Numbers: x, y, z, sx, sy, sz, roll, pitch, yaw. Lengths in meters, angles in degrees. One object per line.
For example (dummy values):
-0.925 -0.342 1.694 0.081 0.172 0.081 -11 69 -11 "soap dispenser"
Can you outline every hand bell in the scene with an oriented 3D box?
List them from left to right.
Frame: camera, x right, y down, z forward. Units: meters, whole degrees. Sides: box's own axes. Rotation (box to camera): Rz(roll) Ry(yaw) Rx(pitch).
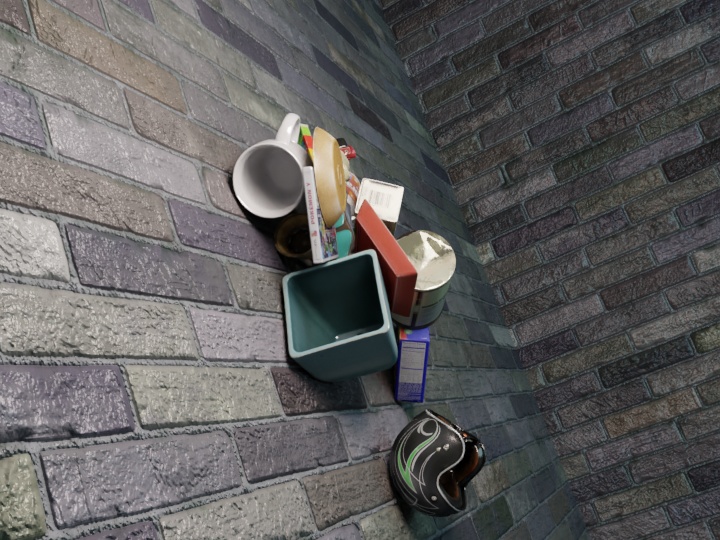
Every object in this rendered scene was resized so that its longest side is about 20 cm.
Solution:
-0.104 -0.034 1.755 0.200 0.104 0.105 58 16 -61 "hand bell"

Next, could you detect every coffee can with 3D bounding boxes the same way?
0.126 0.024 1.794 0.200 0.146 0.147 96 -18 -62 "coffee can"

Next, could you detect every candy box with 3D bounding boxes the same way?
0.121 0.187 1.945 0.169 0.077 0.201 -88 -179 -55 "candy box"

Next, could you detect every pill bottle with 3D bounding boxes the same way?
-0.061 -0.159 1.950 0.112 0.112 0.200 58 20 -22 "pill bottle"

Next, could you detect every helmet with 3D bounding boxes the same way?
0.156 0.414 1.712 0.199 0.191 0.200 31 -1 1 "helmet"

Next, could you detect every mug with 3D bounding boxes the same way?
-0.159 -0.219 1.642 0.175 0.147 0.201 -61 167 -73 "mug"

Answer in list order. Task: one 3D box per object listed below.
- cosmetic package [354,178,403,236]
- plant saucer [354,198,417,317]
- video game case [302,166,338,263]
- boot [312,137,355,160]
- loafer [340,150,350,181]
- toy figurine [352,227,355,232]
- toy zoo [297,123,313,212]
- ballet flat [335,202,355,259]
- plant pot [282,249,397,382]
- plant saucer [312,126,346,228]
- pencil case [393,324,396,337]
0.041 -0.140 1.903 0.200 0.103 0.088 101 2 -79 "cosmetic package"
0.042 -0.016 1.665 0.200 0.037 0.200 56 -18 24 "plant saucer"
-0.078 -0.109 1.611 0.200 0.023 0.183 -27 111 -82 "video game case"
-0.082 -0.256 1.951 0.201 0.143 0.073 -93 -178 -47 "boot"
-0.058 -0.234 1.801 0.076 0.068 0.200 58 -7 -19 "loafer"
0.017 -0.001 1.983 0.184 0.149 0.201 0 89 -81 "toy figurine"
-0.125 -0.219 1.799 0.020 0.132 0.200 5 37 -22 "toy zoo"
-0.038 -0.078 1.783 0.073 0.073 0.201 41 36 -52 "ballet flat"
-0.024 0.114 1.610 0.200 0.195 0.196 63 13 -51 "plant pot"
-0.057 -0.186 1.610 0.200 0.035 0.201 -6 90 -83 "plant saucer"
0.017 0.153 1.826 0.090 0.083 0.200 29 13 14 "pencil case"
